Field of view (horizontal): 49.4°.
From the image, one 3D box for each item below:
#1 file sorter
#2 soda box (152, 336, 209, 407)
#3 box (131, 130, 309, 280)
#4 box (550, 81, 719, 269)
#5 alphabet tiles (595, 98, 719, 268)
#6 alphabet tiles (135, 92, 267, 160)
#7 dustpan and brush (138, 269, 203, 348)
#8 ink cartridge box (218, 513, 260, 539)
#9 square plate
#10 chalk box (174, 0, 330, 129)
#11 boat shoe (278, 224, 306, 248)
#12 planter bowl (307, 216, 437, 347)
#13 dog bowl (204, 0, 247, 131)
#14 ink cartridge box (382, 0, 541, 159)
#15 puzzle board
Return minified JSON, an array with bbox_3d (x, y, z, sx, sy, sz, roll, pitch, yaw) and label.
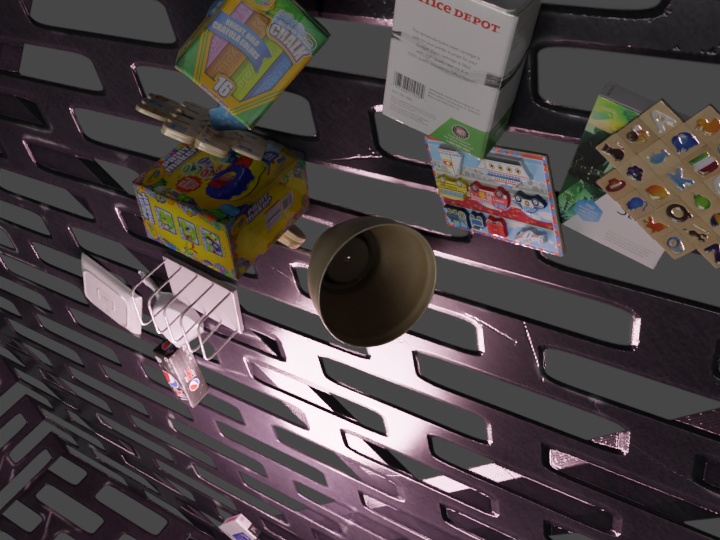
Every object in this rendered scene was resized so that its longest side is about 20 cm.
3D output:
[{"bbox_3d":[-0.376,0.084,1.702,0.200,0.125,0.139,25,142,22],"label":"file sorter"},{"bbox_3d":[-0.461,0.260,2.019,0.063,0.071,0.200,18,139,31],"label":"soda box"},{"bbox_3d":[-0.219,-0.120,1.264,0.192,0.200,0.122,23,141,23],"label":"box"},{"bbox_3d":[0.317,-0.105,0.911,0.144,0.036,0.200,29,142,17],"label":"box"},{"bbox_3d":[0.360,-0.090,0.852,0.200,0.006,0.166,43,146,-4],"label":"alphabet tiles"},{"bbox_3d":[-0.238,-0.217,1.191,0.195,0.200,0.015,22,110,-11],"label":"alphabet tiles"},{"bbox_3d":[-0.461,0.081,1.854,0.200,0.057,0.139,44,135,-15],"label":"dustpan and brush"},{"bbox_3d":[-0.417,0.889,2.689,0.095,0.037,0.200,44,143,-5],"label":"ink cartridge box"},{"bbox_3d":[-0.650,0.069,2.032,0.200,0.028,0.198,36,144,8],"label":"square plate"},{"bbox_3d":[-0.123,-0.303,0.989,0.124,0.200,0.124,38,-168,-22],"label":"chalk box"},{"bbox_3d":[-0.183,-0.076,1.371,0.200,0.069,0.074,29,-173,29],"label":"boat shoe"},{"bbox_3d":[0.000,0.000,1.217,0.135,0.200,0.200,40,157,54],"label":"planter bowl"},{"bbox_3d":[-0.180,-0.289,1.130,0.049,0.112,0.200,12,139,8],"label":"dog bowl"},{"bbox_3d":[0.113,-0.250,0.906,0.146,0.084,0.200,29,143,17],"label":"ink cartridge box"},{"bbox_3d":[0.173,-0.101,1.040,0.200,0.017,0.151,20,141,44],"label":"puzzle board"}]
